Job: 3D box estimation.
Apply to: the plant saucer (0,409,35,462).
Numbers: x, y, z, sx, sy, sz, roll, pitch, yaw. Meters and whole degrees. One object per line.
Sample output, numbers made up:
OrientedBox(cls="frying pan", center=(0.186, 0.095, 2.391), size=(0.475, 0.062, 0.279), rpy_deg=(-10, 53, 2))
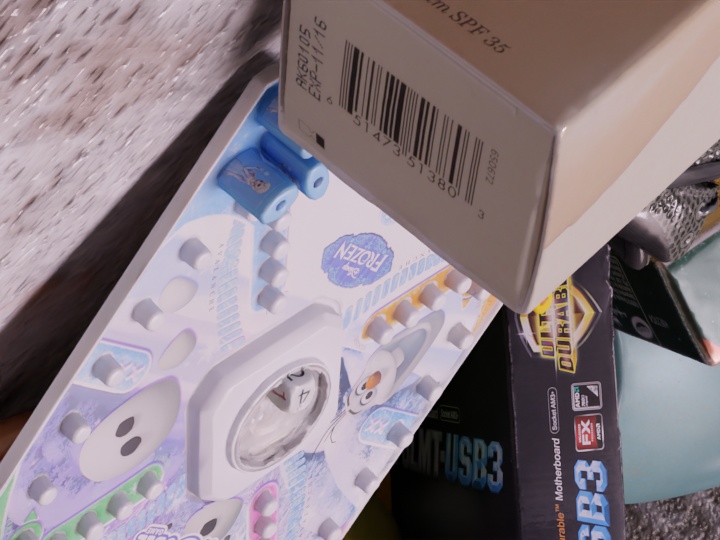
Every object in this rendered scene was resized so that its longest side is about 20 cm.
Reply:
OrientedBox(cls="plant saucer", center=(-0.120, 0.138, 0.771), size=(0.200, 0.037, 0.201), rpy_deg=(-34, 132, -49))

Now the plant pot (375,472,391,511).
OrientedBox(cls="plant pot", center=(-0.025, 0.157, 1.211), size=(0.200, 0.200, 0.142), rpy_deg=(-44, -162, -1))

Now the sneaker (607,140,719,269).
OrientedBox(cls="sneaker", center=(0.117, -0.072, 0.762), size=(0.199, 0.076, 0.115), rpy_deg=(-24, 147, -18))

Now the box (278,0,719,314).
OrientedBox(cls="box", center=(0.078, -0.091, 0.654), size=(0.200, 0.095, 0.078), rpy_deg=(-42, 156, -29))

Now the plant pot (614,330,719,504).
OrientedBox(cls="plant pot", center=(0.119, 0.018, 1.142), size=(0.160, 0.201, 0.201), rpy_deg=(-16, 153, -46))

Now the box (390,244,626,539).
OrientedBox(cls="box", center=(0.054, 0.087, 0.961), size=(0.049, 0.200, 0.200), rpy_deg=(-4, -179, -13))

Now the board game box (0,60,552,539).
OrientedBox(cls="board game box", center=(-0.025, 0.046, 0.758), size=(0.201, 0.026, 0.200), rpy_deg=(-56, 151, 9))

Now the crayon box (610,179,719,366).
OrientedBox(cls="crayon box", center=(0.174, -0.045, 0.956), size=(0.199, 0.051, 0.127), rpy_deg=(-34, -161, -13))

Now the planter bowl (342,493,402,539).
OrientedBox(cls="planter bowl", center=(-0.044, 0.121, 0.971), size=(0.201, 0.199, 0.084), rpy_deg=(123, -10, -58))
